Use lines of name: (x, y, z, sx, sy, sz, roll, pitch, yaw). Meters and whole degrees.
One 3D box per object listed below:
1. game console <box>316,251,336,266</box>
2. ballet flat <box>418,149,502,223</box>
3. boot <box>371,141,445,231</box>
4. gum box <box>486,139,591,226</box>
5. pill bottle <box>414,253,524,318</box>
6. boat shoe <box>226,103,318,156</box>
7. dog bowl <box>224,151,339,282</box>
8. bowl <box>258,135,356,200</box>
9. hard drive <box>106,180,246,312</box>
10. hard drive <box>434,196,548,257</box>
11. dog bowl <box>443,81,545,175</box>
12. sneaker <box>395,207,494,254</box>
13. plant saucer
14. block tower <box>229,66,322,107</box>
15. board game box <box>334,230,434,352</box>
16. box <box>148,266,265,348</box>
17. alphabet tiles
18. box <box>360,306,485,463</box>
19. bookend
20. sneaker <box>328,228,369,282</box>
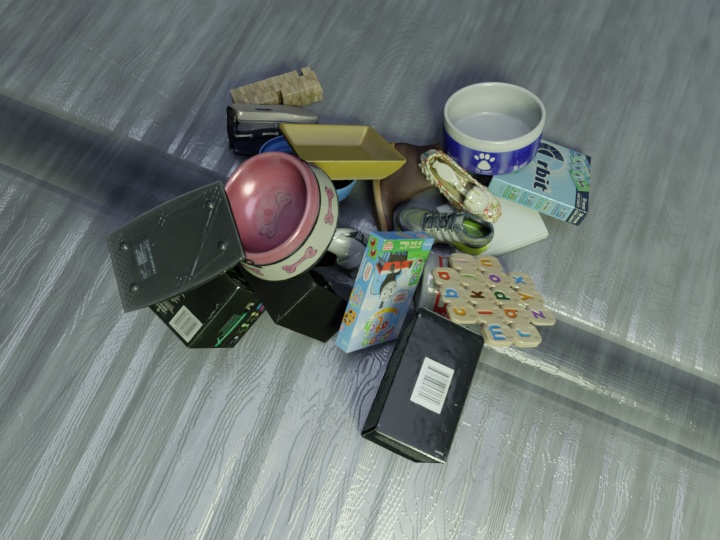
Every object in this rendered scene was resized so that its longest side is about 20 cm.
game console: (-0.142, -0.081, 0.983, 0.194, 0.180, 0.031, -1, 40, -3)
ballet flat: (0.193, -0.158, 1.037, 0.198, 0.064, 0.076, 37, 98, 0)
boot: (0.102, -0.170, 1.072, 0.162, 0.073, 0.205, -3, 70, -4)
gum box: (0.367, -0.196, 1.092, 0.195, 0.045, 0.172, 20, 53, 3)
pill bottle: (0.204, 0.038, 0.987, 0.194, 0.113, 0.115, 8, 70, -1)
boat shoe: (-0.184, -0.286, 1.102, 0.196, 0.095, 0.075, -6, 34, -30)
dog bowl: (-0.134, -0.091, 0.823, 0.195, 0.074, 0.206, -6, 73, 19)
bowl: (-0.102, -0.197, 1.043, 0.195, 0.040, 0.203, 8, 43, -8)
hard drive: (-0.266, -0.031, 0.781, 0.196, 0.042, 0.138, -24, 76, 7)
hard drive: (0.265, -0.097, 1.084, 0.196, 0.026, 0.135, -19, 73, -9)
dog bowl: (0.262, -0.285, 1.065, 0.194, 0.080, 0.204, -3, 50, 4)
sneaker: (0.163, -0.087, 1.010, 0.194, 0.081, 0.076, 9, 71, -6)
plant saucer: (-0.040, -0.219, 0.998, 0.195, 0.049, 0.201, -4, 34, -21)
block tower: (-0.181, -0.370, 1.132, 0.196, 0.054, 0.059, -22, 73, -12)
board game box: (0.043, 0.033, 0.912, 0.036, 0.150, 0.204, 32, 113, 32)
box: (-0.256, 0.037, 0.898, 0.148, 0.200, 0.125, 42, 89, 10)
alphabet tiles: (0.217, 0.045, 0.881, 0.190, 0.015, 0.203, 3, 43, -18)
box: (0.098, 0.196, 0.879, 0.121, 0.199, 0.204, 24, 71, 1)
bookend: (-0.120, 0.008, 0.939, 0.092, 0.200, 0.200, -41, 64, 5)
sneaker: (0.000, 0.000, 0.973, 0.197, 0.074, 0.118, 19, 72, -35)
